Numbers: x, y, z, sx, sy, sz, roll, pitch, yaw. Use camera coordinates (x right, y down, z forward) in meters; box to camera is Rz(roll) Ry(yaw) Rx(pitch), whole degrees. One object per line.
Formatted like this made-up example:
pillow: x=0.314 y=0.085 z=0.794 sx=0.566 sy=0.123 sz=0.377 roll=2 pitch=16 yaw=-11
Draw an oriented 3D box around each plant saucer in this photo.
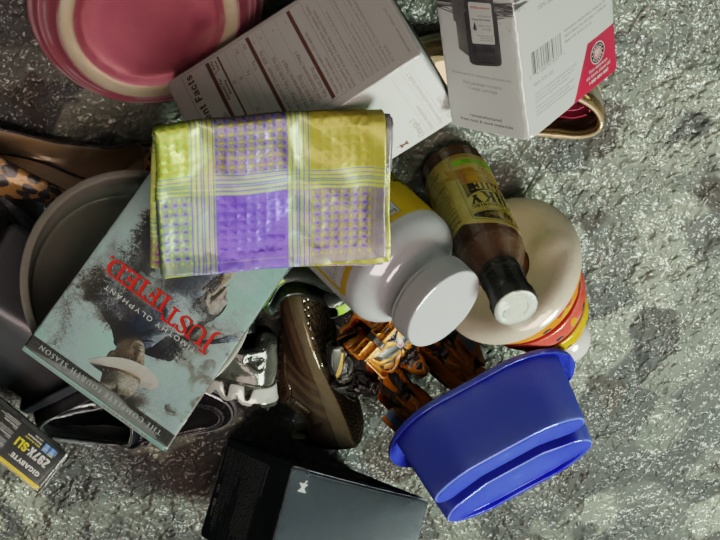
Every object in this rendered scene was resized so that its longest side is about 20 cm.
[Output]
plant saucer: x=-0.177 y=-0.220 z=1.512 sx=0.199 sy=0.051 sz=0.202 roll=-5 pitch=127 yaw=-7

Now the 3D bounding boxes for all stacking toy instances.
stacking toy: x=0.174 y=0.032 z=1.746 sx=0.146 sy=0.147 sz=0.200 roll=-32 pitch=144 yaw=14

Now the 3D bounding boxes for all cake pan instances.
cake pan: x=-0.189 y=0.016 z=1.532 sx=0.199 sy=0.202 sz=0.037 roll=7 pitch=163 yaw=-16

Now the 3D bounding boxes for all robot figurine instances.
robot figurine: x=0.052 y=0.089 z=1.761 sx=0.145 sy=0.058 sz=0.200 roll=-48 pitch=134 yaw=-6

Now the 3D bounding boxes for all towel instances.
towel: x=-0.069 y=-0.060 z=1.461 sx=0.198 sy=0.023 sz=0.145 roll=-2 pitch=121 yaw=-11

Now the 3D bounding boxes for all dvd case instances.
dvd case: x=-0.163 y=0.026 z=1.503 sx=0.146 sy=0.022 sz=0.201 roll=37 pitch=71 yaw=-6

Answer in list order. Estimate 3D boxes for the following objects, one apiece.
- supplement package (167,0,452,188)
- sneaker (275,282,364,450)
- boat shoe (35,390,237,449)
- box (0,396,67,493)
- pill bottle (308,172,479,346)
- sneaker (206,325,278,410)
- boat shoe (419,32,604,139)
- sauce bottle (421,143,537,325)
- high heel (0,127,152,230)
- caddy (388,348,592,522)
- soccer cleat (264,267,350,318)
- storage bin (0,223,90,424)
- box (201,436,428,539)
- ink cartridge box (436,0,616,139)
supplement package: x=-0.038 y=-0.143 z=1.523 sx=0.199 sy=0.118 sz=0.117 roll=-32 pitch=152 yaw=7
sneaker: x=-0.058 y=0.096 z=1.765 sx=0.075 sy=0.071 sz=0.201 roll=-6 pitch=121 yaw=20
boat shoe: x=-0.216 y=0.143 z=1.769 sx=0.198 sy=0.068 sz=0.072 roll=6 pitch=126 yaw=-15
box: x=-0.359 y=0.111 z=1.628 sx=0.200 sy=0.160 sz=0.049 roll=42 pitch=81 yaw=-14
pill bottle: x=0.009 y=-0.027 z=1.588 sx=0.112 sy=0.200 sz=0.112 roll=-31 pitch=147 yaw=-24
sneaker: x=-0.168 y=0.069 z=1.728 sx=0.199 sy=0.067 sz=0.091 roll=11 pitch=107 yaw=-6
boat shoe: x=0.126 y=-0.159 z=1.605 sx=0.199 sy=0.069 sz=0.074 roll=7 pitch=125 yaw=-16
sauce bottle: x=0.109 y=-0.031 z=1.614 sx=0.064 sy=0.201 sz=0.065 roll=-10 pitch=133 yaw=-11
high heel: x=-0.243 y=-0.099 z=1.575 sx=0.199 sy=0.072 sz=0.143 roll=-21 pitch=134 yaw=16
caddy: x=0.124 y=0.148 z=1.732 sx=0.199 sy=0.105 sz=0.142 roll=-28 pitch=152 yaw=0
soccer cleat: x=0.000 y=0.000 z=1.681 sx=0.198 sy=0.082 sz=0.068 roll=-7 pitch=154 yaw=2
storage bin: x=-0.287 y=0.032 z=1.612 sx=0.134 sy=0.146 sz=0.200 roll=32 pitch=155 yaw=-19
box: x=-0.048 y=0.243 z=1.782 sx=0.148 sy=0.200 sz=0.108 roll=17 pitch=86 yaw=-22
ink cartridge box: x=0.134 y=-0.231 z=1.484 sx=0.145 sy=0.083 sz=0.201 roll=-38 pitch=130 yaw=-40
